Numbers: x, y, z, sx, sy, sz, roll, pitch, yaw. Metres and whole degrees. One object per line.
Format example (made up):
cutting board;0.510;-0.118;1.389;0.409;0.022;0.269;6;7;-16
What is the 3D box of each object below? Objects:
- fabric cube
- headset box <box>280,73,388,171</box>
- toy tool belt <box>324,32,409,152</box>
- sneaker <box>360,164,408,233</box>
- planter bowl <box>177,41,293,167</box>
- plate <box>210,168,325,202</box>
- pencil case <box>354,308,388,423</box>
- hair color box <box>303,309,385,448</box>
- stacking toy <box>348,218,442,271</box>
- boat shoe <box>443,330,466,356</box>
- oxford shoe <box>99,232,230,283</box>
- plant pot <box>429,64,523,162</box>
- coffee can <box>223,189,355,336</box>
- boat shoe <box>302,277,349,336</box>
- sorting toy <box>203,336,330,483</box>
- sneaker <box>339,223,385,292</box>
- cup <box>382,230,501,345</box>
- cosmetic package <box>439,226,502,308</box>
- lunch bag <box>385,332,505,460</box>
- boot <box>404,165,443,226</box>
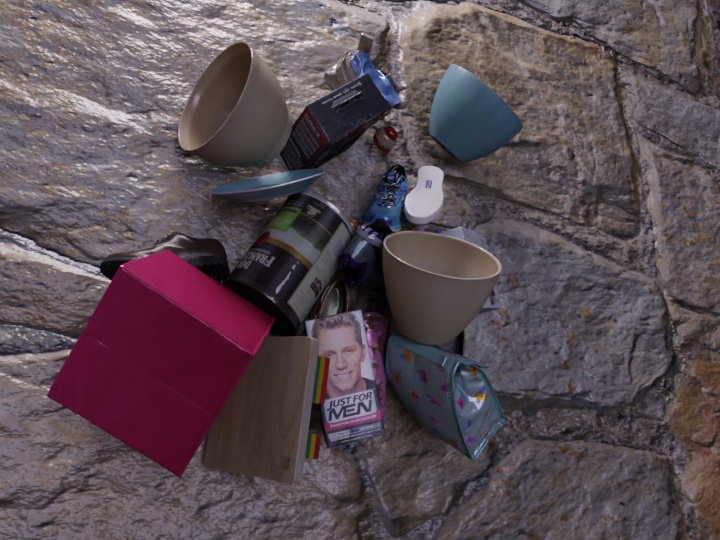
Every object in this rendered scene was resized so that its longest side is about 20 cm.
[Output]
fabric cube;-0.261;0.116;0.807;0.197;0.196;0.202;33;96;-6
headset box;-0.050;-0.261;1.048;0.148;0.199;0.076;-37;94;-27
toy tool belt;0.031;-0.347;1.134;0.201;0.122;0.125;50;29;-6
sneaker;0.049;-0.140;1.084;0.076;0.092;0.201;10;32;6
planter bowl;-0.200;-0.263;0.996;0.134;0.197;0.205;29;64;-42
plate;-0.153;-0.142;0.981;0.197;0.199;0.026;-19;109;-28
pencil case;0.008;0.175;1.035;0.081;0.087;0.205;1;74;8
hair color box;-0.028;0.175;0.950;0.098;0.061;0.205;-11;83;-8
stacking toy;0.051;-0.052;1.114;0.196;0.116;0.111;24;61;-3
boat shoe;0.177;0.110;1.144;0.070;0.059;0.205;11;72;-22
oxford shoe;-0.317;-0.018;0.943;0.195;0.073;0.086;-2;54;-23
plant pot;0.222;-0.309;1.217;0.199;0.201;0.136;37;101;-13
coffee can;-0.117;-0.013;0.985;0.146;0.146;0.202;39;63;-12
boat shoe;-0.060;0.107;1.022;0.074;0.074;0.205;12;72;-22
sorting toy;-0.140;0.211;0.903;0.069;0.195;0.205;24;67;-50
sneaker;0.000;0.000;1.031;0.074;0.201;0.088;34;72;25
cup;0.121;0.037;0.970;0.196;0.200;0.146;0;114;-25
cosmetic package;0.219;0.004;1.136;0.199;0.051;0.154;7;68;-65
lunch bag;0.141;0.197;1.002;0.122;0.169;0.202;-41;125;-22
boot;0.124;-0.117;1.116;0.071;0.092;0.201;13;37;10
